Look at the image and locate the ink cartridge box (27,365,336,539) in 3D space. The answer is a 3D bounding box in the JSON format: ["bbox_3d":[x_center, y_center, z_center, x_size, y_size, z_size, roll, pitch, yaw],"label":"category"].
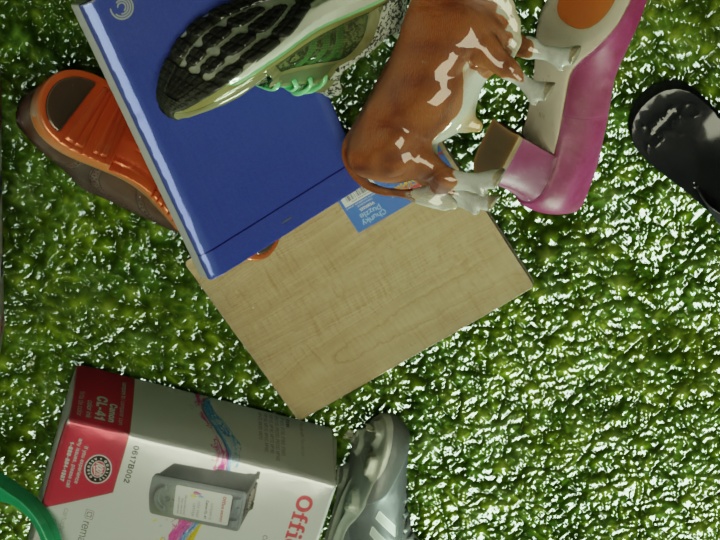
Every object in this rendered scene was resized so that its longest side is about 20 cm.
[{"bbox_3d":[-0.130,0.169,1.527,0.199,0.086,0.148,15,114,-8],"label":"ink cartridge box"}]

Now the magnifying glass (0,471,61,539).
[{"bbox_3d":[-0.278,0.145,1.494,0.080,0.022,0.200,-39,85,32],"label":"magnifying glass"}]

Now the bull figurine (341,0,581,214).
[{"bbox_3d":[0.063,-0.128,1.361,0.121,0.065,0.201,31,117,7],"label":"bull figurine"}]

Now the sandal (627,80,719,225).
[{"bbox_3d":[0.268,-0.054,1.462,0.199,0.043,0.076,29,111,-16],"label":"sandal"}]

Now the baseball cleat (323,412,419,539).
[{"bbox_3d":[0.022,0.190,1.563,0.106,0.070,0.201,11,124,-15],"label":"baseball cleat"}]

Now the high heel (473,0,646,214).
[{"bbox_3d":[0.159,-0.129,1.422,0.096,0.067,0.201,18,103,-42],"label":"high heel"}]

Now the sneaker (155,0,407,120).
[{"bbox_3d":[-0.038,-0.137,1.361,0.199,0.077,0.089,-32,129,-18],"label":"sneaker"}]

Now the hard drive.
[{"bbox_3d":[-0.089,-0.114,1.385,0.132,0.025,0.201,-33,112,-21],"label":"hard drive"}]

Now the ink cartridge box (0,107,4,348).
[{"bbox_3d":[-0.280,-0.022,1.393,0.084,0.145,0.201,1,116,-5],"label":"ink cartridge box"}]

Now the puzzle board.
[{"bbox_3d":[0.000,0.000,1.491,0.199,0.017,0.151,-30,112,11],"label":"puzzle board"}]

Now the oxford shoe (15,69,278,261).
[{"bbox_3d":[-0.141,-0.069,1.428,0.200,0.073,0.072,35,68,-22],"label":"oxford shoe"}]
